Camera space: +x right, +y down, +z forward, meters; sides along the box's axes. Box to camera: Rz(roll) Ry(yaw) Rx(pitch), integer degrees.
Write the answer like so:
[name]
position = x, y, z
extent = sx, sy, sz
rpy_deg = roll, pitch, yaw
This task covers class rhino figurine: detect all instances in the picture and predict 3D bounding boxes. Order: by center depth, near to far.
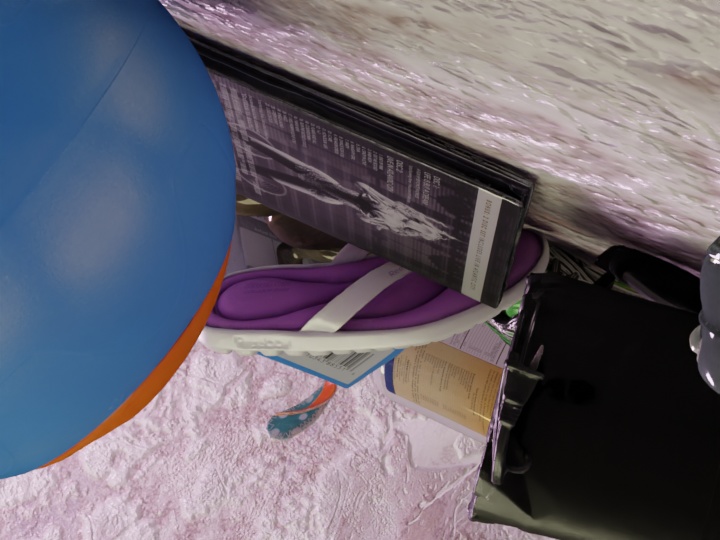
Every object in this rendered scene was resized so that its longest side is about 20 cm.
[rhino figurine]
position = -0.012, -0.030, 0.806
extent = 0.200, 0.060, 0.087
rpy_deg = 24, 149, -39

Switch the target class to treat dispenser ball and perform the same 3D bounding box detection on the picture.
[treat dispenser ball]
position = -0.143, -0.026, 0.483
extent = 0.201, 0.201, 0.201
rpy_deg = 24, 178, 1

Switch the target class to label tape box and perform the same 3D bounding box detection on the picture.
[label tape box]
position = -0.056, -0.036, 0.914
extent = 0.144, 0.063, 0.200
rpy_deg = 25, -141, -41

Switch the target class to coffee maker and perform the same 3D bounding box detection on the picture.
[coffee maker]
position = 0.153, 0.085, 0.588
extent = 0.200, 0.135, 0.192
rpy_deg = 14, -162, 7

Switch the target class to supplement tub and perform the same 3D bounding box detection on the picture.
[supplement tub]
position = 0.126, 0.085, 1.250
extent = 0.200, 0.145, 0.144
rpy_deg = 23, 178, 28

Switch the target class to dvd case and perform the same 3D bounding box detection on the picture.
[dvd case]
position = -0.018, -0.049, 0.652
extent = 0.200, 0.016, 0.149
rpy_deg = 25, 164, 9

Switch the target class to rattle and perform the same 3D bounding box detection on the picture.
[rattle]
position = 0.024, 0.059, 1.009
extent = 0.143, 0.130, 0.200
rpy_deg = 34, -142, -19

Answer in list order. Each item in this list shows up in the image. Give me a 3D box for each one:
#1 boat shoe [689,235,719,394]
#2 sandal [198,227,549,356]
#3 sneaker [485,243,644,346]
[boat shoe]
position = 0.142, 0.024, 0.447
extent = 0.073, 0.062, 0.200
rpy_deg = 21, 178, 22
[sandal]
position = 0.000, 0.005, 0.741
extent = 0.202, 0.083, 0.050
rpy_deg = -12, 127, 11
[sneaker]
position = 0.126, 0.034, 0.768
extent = 0.200, 0.078, 0.085
rpy_deg = 22, 175, 46
